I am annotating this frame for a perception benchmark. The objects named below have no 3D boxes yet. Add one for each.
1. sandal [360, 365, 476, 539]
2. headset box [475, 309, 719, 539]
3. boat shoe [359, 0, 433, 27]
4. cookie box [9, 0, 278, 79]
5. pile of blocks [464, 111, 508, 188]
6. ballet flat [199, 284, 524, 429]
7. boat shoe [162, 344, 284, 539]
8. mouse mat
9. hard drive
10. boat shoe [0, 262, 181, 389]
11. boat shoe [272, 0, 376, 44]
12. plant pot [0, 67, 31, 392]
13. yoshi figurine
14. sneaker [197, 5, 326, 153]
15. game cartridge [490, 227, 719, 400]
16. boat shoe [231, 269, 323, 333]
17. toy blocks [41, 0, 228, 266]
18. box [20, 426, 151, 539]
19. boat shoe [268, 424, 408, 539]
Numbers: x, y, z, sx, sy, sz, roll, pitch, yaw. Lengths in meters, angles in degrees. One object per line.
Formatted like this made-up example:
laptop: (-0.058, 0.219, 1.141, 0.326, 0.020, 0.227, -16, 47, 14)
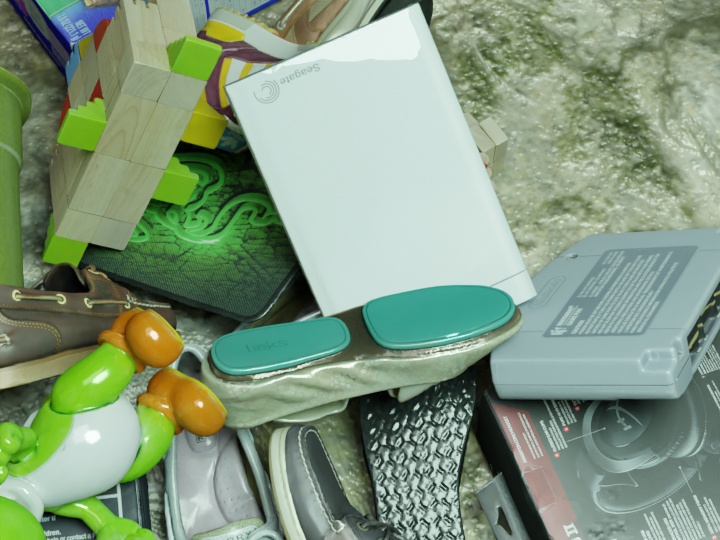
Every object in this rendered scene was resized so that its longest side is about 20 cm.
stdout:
sandal: (0.036, 0.130, 0.994, 0.075, 0.048, 0.201, 2, 75, 2)
headset box: (0.175, 0.128, 0.975, 0.199, 0.077, 0.149, -19, 63, -10)
boat shoe: (0.016, -0.115, 1.097, 0.063, 0.074, 0.202, 11, 67, 26)
cookie box: (-0.171, -0.250, 1.169, 0.200, 0.075, 0.171, -32, 66, -17)
pile of blocks: (0.063, -0.032, 1.066, 0.082, 0.062, 0.201, 2, 62, 0)
ballet flat: (0.001, 0.055, 0.940, 0.199, 0.062, 0.068, -9, 37, -5)
boat shoe: (-0.089, 0.146, 0.958, 0.074, 0.065, 0.202, -11, 64, -6)
mouse mat: (-0.100, -0.047, 1.055, 0.200, 0.008, 0.161, 15, 60, 37)
hard drive: (0.014, -0.049, 0.964, 0.132, 0.027, 0.200, -24, 99, -4)
boat shoe: (-0.178, 0.029, 0.958, 0.070, 0.200, 0.071, -13, 88, 23)
boat shoe: (-0.001, -0.220, 1.160, 0.072, 0.076, 0.200, 30, 64, 16)
plant pot: (-0.293, -0.010, 0.994, 0.199, 0.200, 0.191, -14, 76, -8)
yoshi figurine: (-0.163, 0.115, 0.826, 0.200, 0.112, 0.112, -41, 77, -19)
sneaker: (-0.058, -0.111, 1.044, 0.200, 0.075, 0.090, 27, 76, 45)
game cartridge: (0.163, 0.027, 0.982, 0.133, 0.041, 0.200, 2, 25, 28)
boat shoe: (-0.001, 0.000, 1.013, 0.202, 0.065, 0.074, -44, 39, 0)
toy blocks: (-0.164, -0.117, 1.048, 0.100, 0.200, 0.137, 13, 38, -26)
box: (-0.217, 0.206, 0.899, 0.199, 0.123, 0.199, -6, 63, -7)
boat shoe: (0.004, 0.181, 0.924, 0.065, 0.072, 0.200, -25, 76, 15)
